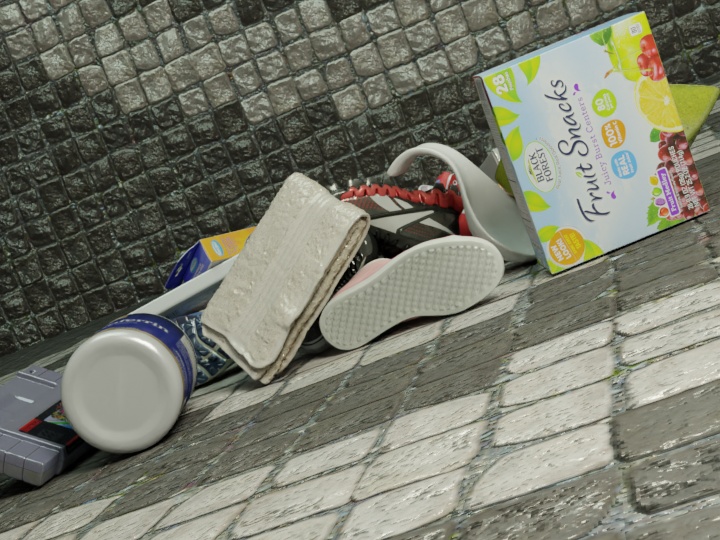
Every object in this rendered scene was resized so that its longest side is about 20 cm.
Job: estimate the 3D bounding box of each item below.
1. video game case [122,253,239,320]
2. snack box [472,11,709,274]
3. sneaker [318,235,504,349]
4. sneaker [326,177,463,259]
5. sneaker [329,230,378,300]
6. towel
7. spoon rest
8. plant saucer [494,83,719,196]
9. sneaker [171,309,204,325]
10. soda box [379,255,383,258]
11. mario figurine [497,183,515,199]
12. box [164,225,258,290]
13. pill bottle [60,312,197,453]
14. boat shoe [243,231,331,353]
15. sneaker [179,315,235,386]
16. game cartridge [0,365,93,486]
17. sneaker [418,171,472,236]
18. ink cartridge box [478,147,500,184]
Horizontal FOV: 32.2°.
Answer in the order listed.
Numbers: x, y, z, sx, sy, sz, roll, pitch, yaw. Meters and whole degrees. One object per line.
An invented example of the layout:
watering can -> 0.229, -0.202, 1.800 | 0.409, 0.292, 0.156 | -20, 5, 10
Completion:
video game case -> -0.201, 0.054, 1.608 | 0.199, 0.023, 0.182 | -29, -22, -7
snack box -> 0.220, -0.122, 1.197 | 0.167, 0.202, 0.068 | -21, 9, 0
sneaker -> 0.057, 0.009, 1.250 | 0.199, 0.076, 0.105 | -25, 9, 22
sneaker -> 0.034, -0.049, 1.406 | 0.198, 0.099, 0.071 | 2, -13, -30
sneaker -> 0.000, 0.000, 1.392 | 0.089, 0.071, 0.200 | -9, -21, -21
towel -> -0.081, 0.004, 1.271 | 0.132, 0.034, 0.201 | 33, 93, 45
spoon rest -> 0.122, -0.077, 1.355 | 0.099, 0.199, 0.061 | -29, -30, -52
plant saucer -> 0.253, -0.121, 1.306 | 0.197, 0.048, 0.200 | 2, -26, -3
sneaker -> -0.171, 0.076, 1.561 | 0.198, 0.075, 0.082 | -22, -4, -2
soda box -> -0.015, -0.015, 1.545 | 0.064, 0.068, 0.200 | -62, 9, -16
mario figurine -> 0.209, -0.094, 1.452 | 0.198, 0.107, 0.123 | -19, 16, -30
box -> -0.153, -0.007, 1.616 | 0.199, 0.042, 0.119 | -18, -25, -36
pill bottle -> -0.222, 0.104, 1.241 | 0.115, 0.117, 0.200 | -22, 5, 0
boat shoe -> -0.081, 0.004, 1.348 | 0.072, 0.071, 0.200 | -37, 44, -2
sneaker -> -0.142, 0.079, 1.448 | 0.199, 0.077, 0.085 | -34, -25, 6
game cartridge -> -0.330, 0.154, 1.283 | 0.128, 0.039, 0.200 | 11, 16, 12
sneaker -> 0.083, -0.049, 1.510 | 0.199, 0.114, 0.071 | -27, 7, -38
ink cartridge box -> 0.251, -0.132, 1.621 | 0.198, 0.083, 0.146 | -24, -11, -16
